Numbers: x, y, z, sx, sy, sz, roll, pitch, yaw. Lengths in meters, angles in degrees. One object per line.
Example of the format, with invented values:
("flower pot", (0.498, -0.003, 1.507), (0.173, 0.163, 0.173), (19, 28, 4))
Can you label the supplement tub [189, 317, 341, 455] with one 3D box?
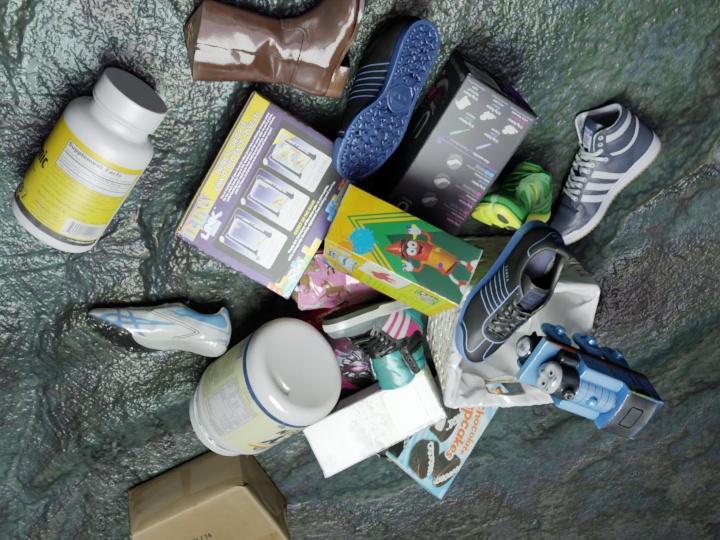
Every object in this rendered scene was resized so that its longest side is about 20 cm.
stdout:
("supplement tub", (-0.135, 0.166, 1.130), (0.144, 0.147, 0.199), (28, 139, -26))

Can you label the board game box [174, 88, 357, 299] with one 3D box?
("board game box", (-0.110, -0.093, 1.022), (0.164, 0.057, 0.202), (30, 100, -11))

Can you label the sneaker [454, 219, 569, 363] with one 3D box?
("sneaker", (0.182, 0.037, 1.004), (0.069, 0.078, 0.202), (21, 107, -20))

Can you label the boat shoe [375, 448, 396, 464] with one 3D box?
("boat shoe", (0.070, 0.268, 1.290), (0.198, 0.061, 0.072), (6, 135, -33))

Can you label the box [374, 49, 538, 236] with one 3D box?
("box", (0.111, -0.149, 1.027), (0.105, 0.123, 0.201), (27, 112, -15))

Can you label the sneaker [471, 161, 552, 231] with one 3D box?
("sneaker", (0.200, -0.100, 1.075), (0.073, 0.199, 0.085), (16, 106, 25))

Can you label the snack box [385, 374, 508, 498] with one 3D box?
("snack box", (0.135, 0.232, 1.269), (0.116, 0.037, 0.201), (44, 74, -30))

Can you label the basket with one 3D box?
("basket", (0.203, 0.065, 1.163), (0.194, 0.162, 0.203), (-2, 123, -11))

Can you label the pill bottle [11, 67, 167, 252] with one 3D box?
("pill bottle", (-0.311, -0.129, 0.962), (0.110, 0.112, 0.201), (31, 110, -27))

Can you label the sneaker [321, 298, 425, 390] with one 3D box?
("sneaker", (0.025, 0.104, 1.117), (0.083, 0.199, 0.123), (-11, 89, 37))

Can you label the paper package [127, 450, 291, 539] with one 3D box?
("paper package", (-0.233, 0.393, 1.307), (0.198, 0.104, 0.192), (-26, 125, 4))

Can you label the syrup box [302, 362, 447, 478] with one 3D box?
("syrup box", (0.022, 0.211, 1.189), (0.198, 0.081, 0.080), (-27, 92, 7))

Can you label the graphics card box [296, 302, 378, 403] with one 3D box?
("graphics card box", (-0.013, 0.136, 1.227), (0.124, 0.051, 0.201), (-26, 124, 4))

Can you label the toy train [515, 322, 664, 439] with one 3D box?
("toy train", (0.290, 0.140, 1.067), (0.198, 0.115, 0.087), (22, 113, -25))

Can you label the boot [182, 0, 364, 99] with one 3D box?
("boot", (-0.100, -0.293, 0.941), (0.196, 0.065, 0.189), (8, 118, -11))

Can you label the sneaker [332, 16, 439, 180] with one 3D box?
("sneaker", (0.020, -0.203, 0.971), (0.070, 0.078, 0.202), (28, 94, -32))

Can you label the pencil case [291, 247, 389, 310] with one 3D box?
("pencil case", (0.000, 0.000, 1.128), (0.196, 0.084, 0.087), (-8, 162, -8))

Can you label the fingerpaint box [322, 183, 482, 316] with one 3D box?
("fingerpaint box", (0.042, -0.018, 0.988), (0.165, 0.200, 0.074), (26, 82, 0))

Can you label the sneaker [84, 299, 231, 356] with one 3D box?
("sneaker", (-0.274, 0.073, 1.132), (0.196, 0.074, 0.072), (7, 149, -3))

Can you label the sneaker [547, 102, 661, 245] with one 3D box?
("sneaker", (0.304, -0.134, 1.115), (0.108, 0.070, 0.200), (35, 102, -33))
